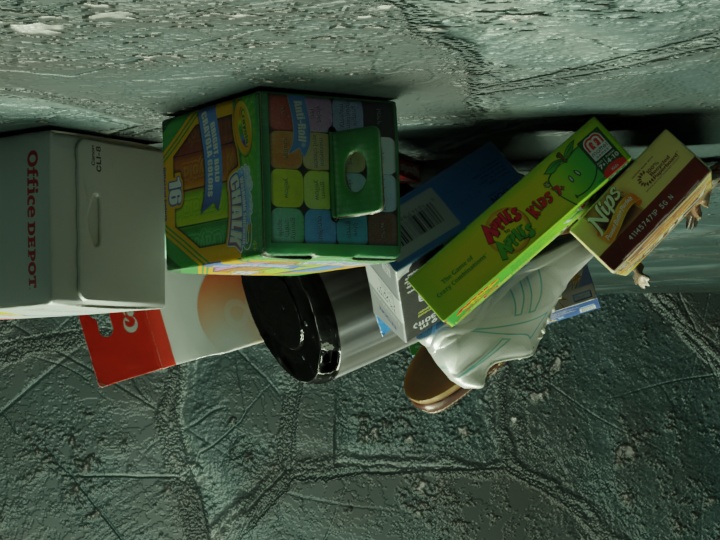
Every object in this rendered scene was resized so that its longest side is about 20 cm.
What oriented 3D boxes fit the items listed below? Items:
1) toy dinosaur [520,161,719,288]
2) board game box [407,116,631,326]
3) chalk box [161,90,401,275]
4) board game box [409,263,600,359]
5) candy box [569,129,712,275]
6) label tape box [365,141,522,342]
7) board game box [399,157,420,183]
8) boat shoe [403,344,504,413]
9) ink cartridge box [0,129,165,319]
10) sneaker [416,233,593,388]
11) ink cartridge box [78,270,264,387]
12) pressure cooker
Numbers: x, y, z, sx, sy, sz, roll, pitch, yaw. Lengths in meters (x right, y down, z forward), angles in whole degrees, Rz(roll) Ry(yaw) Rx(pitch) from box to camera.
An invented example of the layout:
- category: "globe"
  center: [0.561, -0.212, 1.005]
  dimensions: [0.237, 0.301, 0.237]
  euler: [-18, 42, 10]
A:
- category: "toy dinosaur"
  center: [0.256, -0.066, 1.793]
  dimensions: [0.200, 0.086, 0.136]
  euler: [15, -138, 34]
- category: "board game box"
  center: [0.132, -0.038, 1.516]
  dimensions: [0.200, 0.048, 0.102]
  euler: [-41, 172, 2]
- category: "chalk box"
  center: [-0.051, -0.065, 1.383]
  dimensions: [0.124, 0.125, 0.200]
  euler: [1, 174, -32]
- category: "board game box"
  center: [0.134, 0.003, 1.903]
  dimensions: [0.200, 0.136, 0.034]
  euler: [-18, 158, 7]
- category: "candy box"
  center: [0.243, -0.054, 1.566]
  dimensions: [0.115, 0.055, 0.200]
  euler: [-46, 171, 7]
- category: "label tape box"
  center: [0.080, -0.008, 1.650]
  dimensions: [0.143, 0.066, 0.200]
  euler: [-33, 151, -12]
- category: "board game box"
  center: [-0.054, -0.091, 1.724]
  dimensions: [0.200, 0.019, 0.103]
  euler: [-3, 174, 19]
- category: "boat shoe"
  center: [0.123, 0.067, 1.782]
  dimensions: [0.070, 0.200, 0.070]
  euler: [30, 160, 40]
- category: "ink cartridge box"
  center: [-0.284, -0.034, 1.574]
  dimensions: [0.200, 0.146, 0.145]
  euler: [-4, 175, 36]
- category: "sneaker"
  center: [0.148, 0.034, 1.721]
  dimensions: [0.200, 0.080, 0.070]
  euler: [-36, -170, -13]
- category: "ink cartridge box"
  center: [-0.188, 0.014, 1.856]
  dimensions: [0.200, 0.163, 0.050]
  euler: [-16, -179, -19]
- category: "pressure cooker"
  center: [0.001, 0.003, 1.806]
  dimensions: [0.200, 0.179, 0.176]
  euler: [-22, -137, -23]
